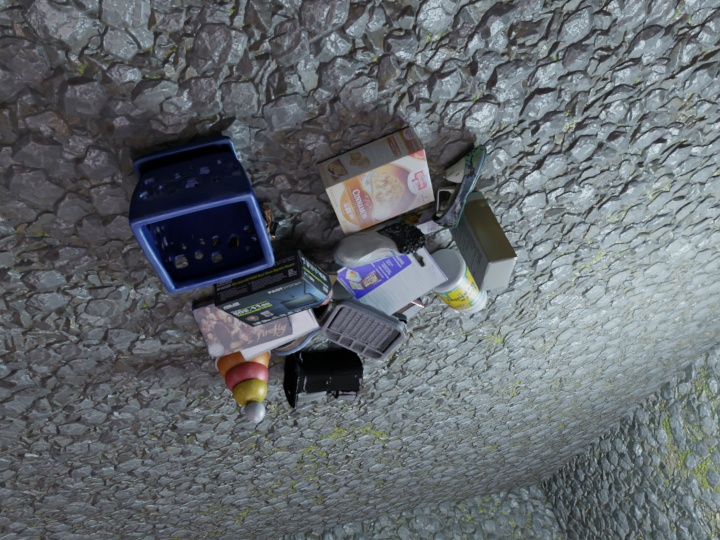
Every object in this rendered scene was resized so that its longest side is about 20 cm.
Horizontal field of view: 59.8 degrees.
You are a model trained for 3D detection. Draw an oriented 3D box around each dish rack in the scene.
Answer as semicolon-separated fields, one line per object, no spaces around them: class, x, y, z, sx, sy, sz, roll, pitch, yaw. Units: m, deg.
dish rack;0.007;0.132;1.453;0.170;0.044;0.200;26;149;-5

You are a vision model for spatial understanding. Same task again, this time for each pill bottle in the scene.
pill bottle;0.244;0.035;1.573;0.112;0.114;0.200;-32;143;16

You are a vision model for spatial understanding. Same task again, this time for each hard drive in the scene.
hard drive;-0.212;0.120;1.485;0.198;0.026;0.133;-24;115;5

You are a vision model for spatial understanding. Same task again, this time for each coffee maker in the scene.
coffee maker;-0.095;0.276;1.703;0.198;0.136;0.193;-2;140;-25

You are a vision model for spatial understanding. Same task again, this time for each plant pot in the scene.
plant pot;-0.274;-0.105;1.076;0.198;0.181;0.201;-16;144;-7

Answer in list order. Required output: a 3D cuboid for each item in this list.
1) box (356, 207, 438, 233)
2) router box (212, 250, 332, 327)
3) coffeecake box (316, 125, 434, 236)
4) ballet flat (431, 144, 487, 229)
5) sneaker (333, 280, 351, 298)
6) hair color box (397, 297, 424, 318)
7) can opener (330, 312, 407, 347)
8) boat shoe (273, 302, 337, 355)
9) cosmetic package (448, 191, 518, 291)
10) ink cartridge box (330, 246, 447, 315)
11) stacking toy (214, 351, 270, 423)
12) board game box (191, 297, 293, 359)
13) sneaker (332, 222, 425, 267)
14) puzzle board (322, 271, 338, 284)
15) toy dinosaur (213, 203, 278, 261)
box;0.077;-0.087;1.394;0.198;0.039;0.042;-18;142;-3
router box;-0.173;0.042;1.264;0.198;0.063;0.150;-19;153;15
coffeecake box;0.034;-0.172;1.232;0.198;0.074;0.154;-22;144;1
ballet flat;0.200;-0.174;1.310;0.073;0.074;0.202;0;126;-26
sneaker;0.000;0.000;1.459;0.198;0.075;0.089;-16;129;-10
hair color box;0.053;0.113;1.624;0.200;0.064;0.110;-41;138;24
can opener;0.021;0.146;1.564;0.198;0.067;0.054;-6;130;8
boat shoe;-0.145;0.133;1.556;0.199;0.072;0.072;-35;139;2
cosmetic package;0.263;-0.066;1.374;0.070;0.201;0.106;-11;144;-12
ink cartridge box;0.066;0.005;1.403;0.199;0.044;0.198;-32;128;11
stacking toy;-0.282;0.292;1.574;0.144;0.201;0.147;-13;144;-9
board game box;-0.268;0.112;1.434;0.198;0.035;0.137;-17;115;-3
sneaker;0.037;-0.054;1.297;0.198;0.073;0.072;-12;180;-13
puzzle board;-0.163;0.038;1.354;0.198;0.018;0.151;2;149;-22
toy dinosaur;-0.229;-0.044;1.262;0.135;0.102;0.202;-16;126;-35
